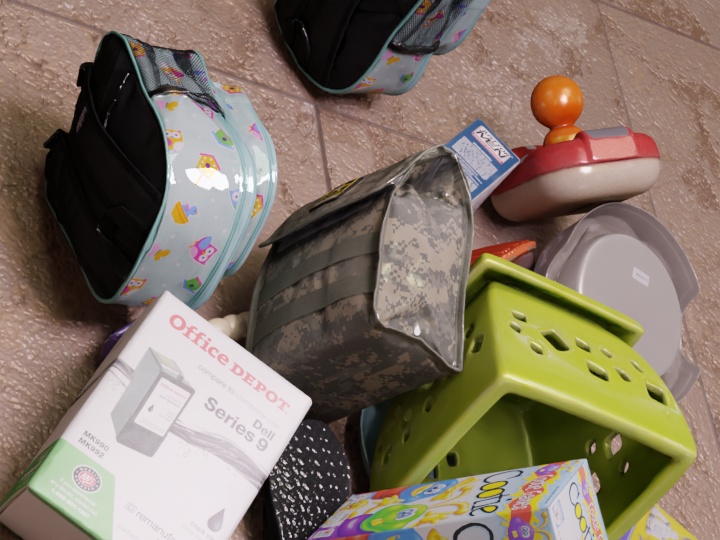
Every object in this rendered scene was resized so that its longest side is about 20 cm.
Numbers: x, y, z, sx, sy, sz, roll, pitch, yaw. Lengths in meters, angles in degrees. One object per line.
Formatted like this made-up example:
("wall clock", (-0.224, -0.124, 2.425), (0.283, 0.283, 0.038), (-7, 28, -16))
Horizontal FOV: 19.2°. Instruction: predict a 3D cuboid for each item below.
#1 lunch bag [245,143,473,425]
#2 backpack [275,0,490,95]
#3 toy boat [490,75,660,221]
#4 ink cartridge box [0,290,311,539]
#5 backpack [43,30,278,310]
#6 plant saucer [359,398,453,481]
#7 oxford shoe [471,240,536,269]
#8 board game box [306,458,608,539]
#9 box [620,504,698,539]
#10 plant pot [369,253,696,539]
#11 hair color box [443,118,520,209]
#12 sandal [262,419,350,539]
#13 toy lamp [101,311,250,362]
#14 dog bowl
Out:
("lunch bag", (0.000, 0.000, 1.714), (0.117, 0.164, 0.201), (32, 50, -34))
("backpack", (0.019, -0.265, 2.014), (0.153, 0.200, 0.176), (-2, 50, -49))
("toy boat", (0.194, -0.122, 2.042), (0.130, 0.200, 0.131), (-7, 84, -21))
("ink cartridge box", (-0.149, 0.137, 1.566), (0.146, 0.084, 0.200), (37, 55, -8))
("backpack", (-0.155, -0.065, 1.688), (0.153, 0.176, 0.200), (16, 30, -28))
("plant saucer", (0.077, 0.171, 1.819), (0.199, 0.027, 0.201), (24, 42, -24))
("oxford shoe", (0.111, 0.024, 1.966), (0.200, 0.071, 0.073), (-32, 108, -54))
("board game box", (0.077, 0.220, 1.605), (0.103, 0.199, 0.105), (-35, 111, -64))
("box", (0.291, 0.300, 1.879), (0.200, 0.048, 0.117), (42, 39, -6))
("plant pot", (0.129, 0.115, 1.746), (0.198, 0.200, 0.182), (23, 36, -25))
("hair color box", (0.058, -0.056, 1.946), (0.061, 0.100, 0.200), (46, 38, 4))
("sandal", (-0.050, 0.212, 1.663), (0.075, 0.048, 0.201), (19, 58, -30))
("toy lamp", (-0.125, 0.053, 1.724), (0.199, 0.058, 0.058), (-12, 64, -46))
("dog bowl", (0.240, 0.039, 2.012), (0.199, 0.059, 0.201), (15, 67, -39))
